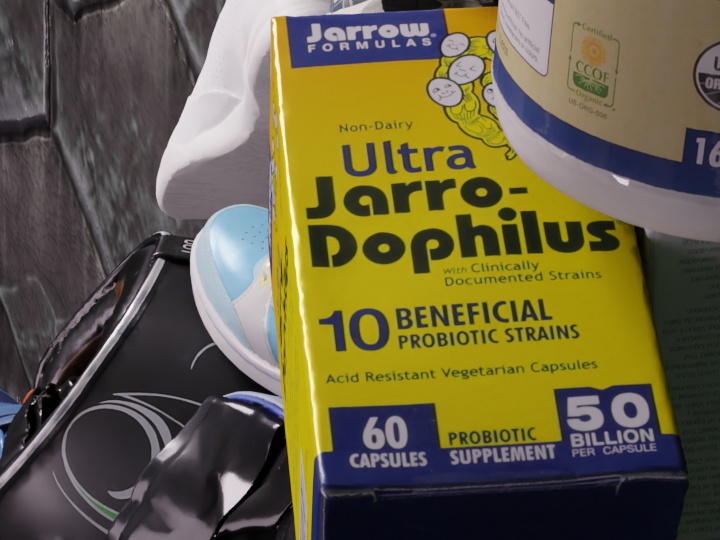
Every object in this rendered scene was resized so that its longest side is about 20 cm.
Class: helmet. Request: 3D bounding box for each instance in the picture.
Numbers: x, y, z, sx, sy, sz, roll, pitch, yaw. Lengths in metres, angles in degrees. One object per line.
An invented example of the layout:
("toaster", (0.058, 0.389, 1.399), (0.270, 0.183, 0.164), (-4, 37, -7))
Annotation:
("helmet", (-0.059, 0.097, 1.251), (0.190, 0.201, 0.200), (36, 159, -11))

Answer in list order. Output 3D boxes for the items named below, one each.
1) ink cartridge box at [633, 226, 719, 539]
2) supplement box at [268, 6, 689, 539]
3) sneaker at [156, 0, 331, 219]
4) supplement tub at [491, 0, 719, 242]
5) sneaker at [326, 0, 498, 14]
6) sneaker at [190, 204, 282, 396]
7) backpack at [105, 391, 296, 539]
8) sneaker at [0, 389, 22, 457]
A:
("ink cartridge box", (0.097, 0.032, 0.976), (0.197, 0.043, 0.201), (-105, 11, -64))
("supplement box", (0.030, 0.022, 0.885), (0.110, 0.108, 0.201), (93, 172, -47))
("sneaker", (-0.045, -0.096, 1.303), (0.200, 0.075, 0.089), (128, 139, -54))
("supplement tub", (0.115, -0.125, 0.797), (0.144, 0.144, 0.201), (-130, 36, -49))
("sneaker", (0.038, -0.125, 1.096), (0.200, 0.077, 0.087), (150, 135, -73))
("sneaker", (0.000, 0.000, 1.108), (0.200, 0.079, 0.131), (39, 145, 36))
("backpack", (-0.005, 0.140, 0.995), (0.200, 0.153, 0.192), (32, 122, 45))
("sneaker", (-0.217, 0.120, 1.789), (0.200, 0.074, 0.083), (44, 138, 43))
